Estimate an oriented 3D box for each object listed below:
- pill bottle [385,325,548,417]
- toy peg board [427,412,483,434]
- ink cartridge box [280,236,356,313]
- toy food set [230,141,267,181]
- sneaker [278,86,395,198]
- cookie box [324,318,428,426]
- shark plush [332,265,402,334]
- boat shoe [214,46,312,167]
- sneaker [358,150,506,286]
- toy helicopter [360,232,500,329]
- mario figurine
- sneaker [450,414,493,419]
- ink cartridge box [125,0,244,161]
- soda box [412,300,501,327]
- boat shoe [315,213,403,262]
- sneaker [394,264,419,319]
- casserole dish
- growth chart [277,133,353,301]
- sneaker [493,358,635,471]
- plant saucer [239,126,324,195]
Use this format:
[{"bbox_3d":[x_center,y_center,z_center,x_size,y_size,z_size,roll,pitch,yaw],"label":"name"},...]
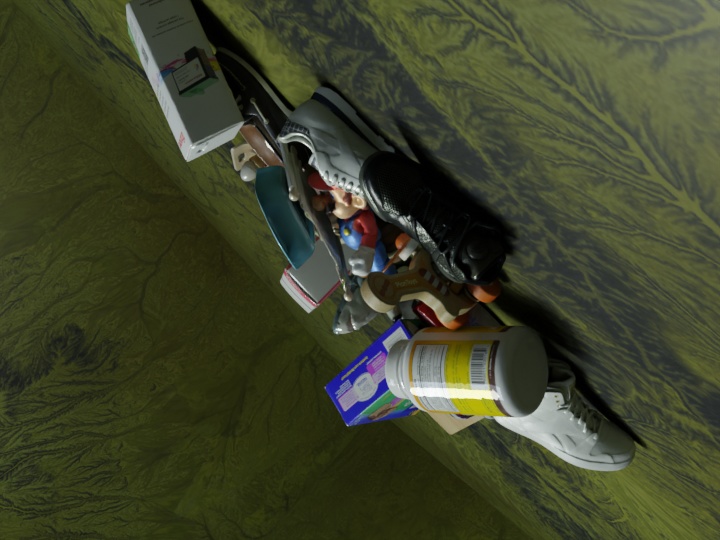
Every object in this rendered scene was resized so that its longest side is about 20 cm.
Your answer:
[{"bbox_3d":[0.129,0.126,1.169,0.198,0.110,0.110,-4,138,42],"label":"pill bottle"},{"bbox_3d":[0.156,0.180,1.703,0.200,0.098,0.199,43,155,3],"label":"toy peg board"},{"bbox_3d":[-0.058,-0.011,1.549,0.083,0.147,0.200,44,170,-2],"label":"ink cartridge box"},{"bbox_3d":[-0.153,-0.139,1.673,0.200,0.060,0.144,45,170,3],"label":"toy food set"},{"bbox_3d":[-0.003,-0.119,1.076,0.200,0.081,0.076,42,169,4],"label":"sneaker"},{"bbox_3d":[0.072,0.150,1.389,0.199,0.171,0.076,4,-132,-56],"label":"cookie box"},{"bbox_3d":[0.000,0.000,1.344,0.091,0.082,0.203,38,-142,-41],"label":"shark plush"},{"bbox_3d":[-0.140,-0.220,1.276,0.200,0.060,0.074,46,171,-5],"label":"boat shoe"},{"bbox_3d":[0.087,-0.054,0.996,0.199,0.076,0.114,45,169,-24],"label":"sneaker"},{"bbox_3d":[0.067,0.005,1.096,0.198,0.079,0.133,-11,-116,-49],"label":"toy helicopter"},{"bbox_3d":[-0.021,-0.062,1.190,0.122,0.106,0.202,12,135,40],"label":"mario figurine"},{"bbox_3d":[0.189,0.174,1.367,0.199,0.087,0.076,14,-121,-57],"label":"sneaker"},{"bbox_3d":[-0.240,-0.265,1.260,0.203,0.083,0.145,66,168,-5],"label":"ink cartridge box"},{"bbox_3d":[0.167,0.100,1.306,0.200,0.070,0.063,45,173,0],"label":"soda box"},{"bbox_3d":[-0.012,-0.079,1.319,0.200,0.075,0.075,19,153,39],"label":"boat shoe"},{"bbox_3d":[0.037,0.019,1.498,0.111,0.073,0.200,39,171,19],"label":"sneaker"},{"bbox_3d":[-0.096,-0.078,1.224,0.200,0.038,0.122,-105,-11,-71],"label":"casserole dish"},{"bbox_3d":[-0.058,-0.074,1.220,0.146,0.017,0.201,-103,-12,-52],"label":"growth chart"},{"bbox_3d":[0.274,0.184,1.199,0.197,0.074,0.117,20,139,8],"label":"sneaker"},{"bbox_3d":[-0.118,-0.183,1.426,0.200,0.035,0.200,42,170,9],"label":"plant saucer"}]
